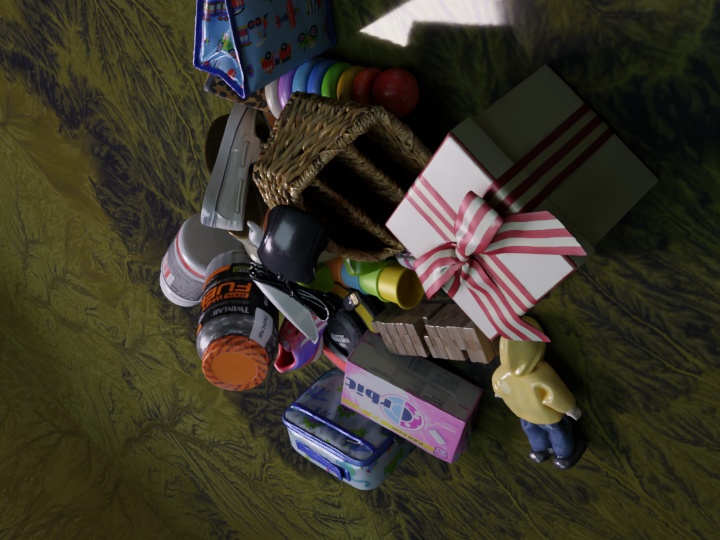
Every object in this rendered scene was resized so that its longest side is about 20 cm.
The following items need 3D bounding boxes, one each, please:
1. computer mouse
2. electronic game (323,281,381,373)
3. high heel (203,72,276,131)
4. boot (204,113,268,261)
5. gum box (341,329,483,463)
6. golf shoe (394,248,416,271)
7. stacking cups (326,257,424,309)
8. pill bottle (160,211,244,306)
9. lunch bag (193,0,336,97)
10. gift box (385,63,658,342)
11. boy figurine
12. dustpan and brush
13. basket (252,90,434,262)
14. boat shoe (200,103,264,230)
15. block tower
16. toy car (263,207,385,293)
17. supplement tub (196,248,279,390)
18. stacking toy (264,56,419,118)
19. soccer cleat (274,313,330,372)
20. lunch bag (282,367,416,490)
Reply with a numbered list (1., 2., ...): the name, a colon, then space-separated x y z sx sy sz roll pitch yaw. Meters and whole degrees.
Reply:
1. computer mouse: -0.059 0.007 0.960 0.139 0.046 0.200 28 153 -4
2. electronic game: -0.022 0.089 1.303 0.199 0.042 0.202 32 142 29
3. high heel: -0.134 -0.194 1.078 0.071 0.142 0.202 28 140 32
4. boot: -0.168 -0.113 1.253 0.155 0.071 0.203 66 -171 -69
5. gum box: 0.075 0.183 1.216 0.198 0.066 0.114 26 141 15
6. golf shoe: 0.119 -0.004 1.009 0.199 0.072 0.093 6 127 48
7. stacking cups: 0.000 0.000 1.177 0.199 0.060 0.061 18 134 44
8. pill bottle: -0.277 -0.013 1.454 0.116 0.116 0.200 52 147 0
9. lunch bag: -0.105 -0.318 0.918 0.094 0.150 0.202 33 143 26
10. gift box: 0.157 -0.052 0.811 0.200 0.186 0.185 45 147 12
11. boy figurine: 0.211 0.148 1.048 0.124 0.064 0.202 2 122 51
12. dustpan and brush: -0.118 0.003 1.166 0.140 0.057 0.200 47 178 40
13. basket: -0.004 -0.087 0.952 0.148 0.144 0.200 20 169 40
14. boat shoe: -0.157 -0.147 1.143 0.065 0.202 0.072 14 155 -1
15. block tower: 0.103 0.080 1.127 0.199 0.054 0.058 2 122 51
16. toy car: -0.079 -0.069 1.142 0.199 0.156 0.166 9 119 63
17. supplement tub: -0.183 0.073 1.282 0.121 0.201 0.124 -2 132 -3
18. stacking toy: -0.015 -0.210 0.990 0.198 0.085 0.086 11 130 37
19. soccer cleat: -0.091 0.083 1.285 0.068 0.073 0.201 44 146 26
20. lunch bag: -0.014 0.243 1.328 0.199 0.160 0.083 22 137 39
